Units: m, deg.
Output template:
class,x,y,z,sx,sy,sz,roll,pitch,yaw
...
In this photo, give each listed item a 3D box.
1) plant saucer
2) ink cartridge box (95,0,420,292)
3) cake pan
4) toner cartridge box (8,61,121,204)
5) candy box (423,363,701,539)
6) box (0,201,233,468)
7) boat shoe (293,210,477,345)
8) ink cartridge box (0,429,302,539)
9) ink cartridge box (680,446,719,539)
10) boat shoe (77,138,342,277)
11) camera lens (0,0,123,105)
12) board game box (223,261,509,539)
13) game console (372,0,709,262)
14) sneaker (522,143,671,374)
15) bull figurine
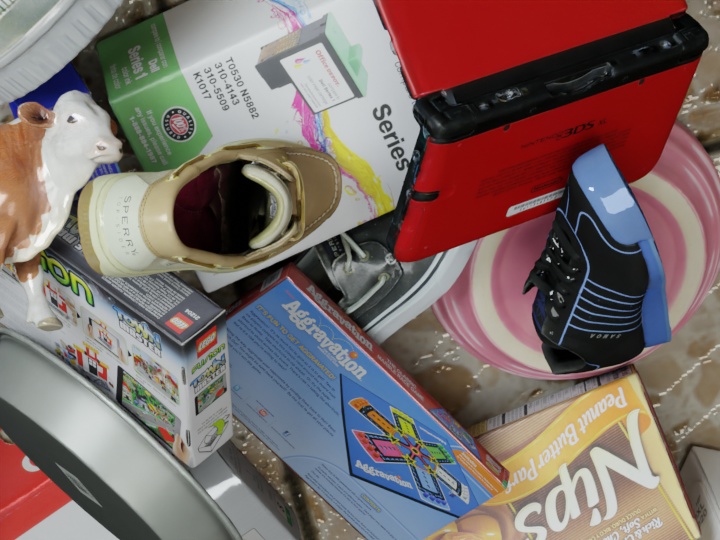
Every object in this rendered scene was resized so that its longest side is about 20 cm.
class,x,y,z,sx,sy,sz,roll,pitch,yaw
plant saucer,0.138,-0.011,1.573,0.200,0.051,0.201,-5,121,-9
ink cartridge box,-0.033,-0.100,1.468,0.199,0.084,0.145,-24,121,2
cake pan,-0.154,0.114,1.488,0.037,0.200,0.200,-48,121,-14
toner cartridge box,-0.155,-0.031,1.477,0.043,0.095,0.201,-23,122,-7
candy box,0.108,0.151,1.628,0.199,0.055,0.116,-22,94,5
box,-0.156,0.017,1.415,0.035,0.200,0.110,-39,149,-30
boat shoe,0.000,0.000,1.529,0.071,0.072,0.200,21,119,-39
ink cartridge box,-0.156,0.152,1.613,0.161,0.050,0.200,-35,122,9
ink cartridge box,0.300,0.232,1.689,0.199,0.145,0.148,11,118,-16
boat shoe,-0.065,-0.032,1.351,0.066,0.200,0.074,-2,100,36
camera lens,-0.227,-0.204,1.326,0.160,0.160,0.200,-41,119,13
board game box,-0.011,0.089,1.545,0.103,0.019,0.200,-33,113,30
game console,0.085,-0.122,1.436,0.199,0.119,0.173,-20,146,-30
sneaker,0.134,0.003,1.478,0.078,0.070,0.200,-23,146,-1
bull figurine,-0.214,-0.029,1.354,0.199,0.122,0.065,-6,166,19
